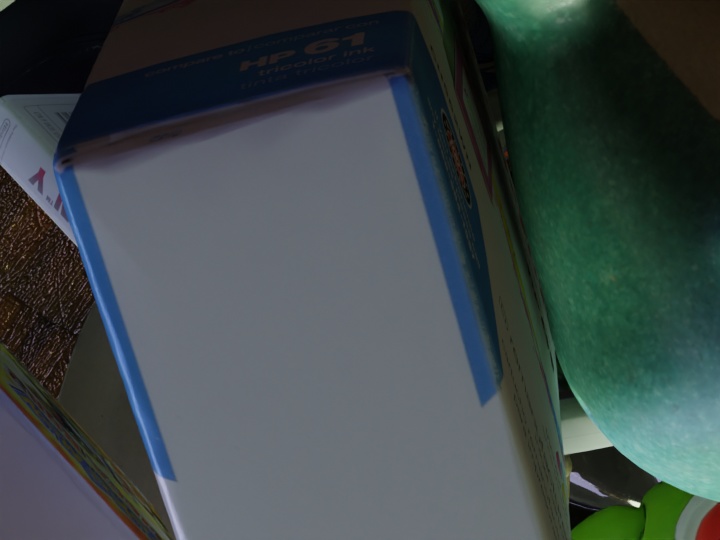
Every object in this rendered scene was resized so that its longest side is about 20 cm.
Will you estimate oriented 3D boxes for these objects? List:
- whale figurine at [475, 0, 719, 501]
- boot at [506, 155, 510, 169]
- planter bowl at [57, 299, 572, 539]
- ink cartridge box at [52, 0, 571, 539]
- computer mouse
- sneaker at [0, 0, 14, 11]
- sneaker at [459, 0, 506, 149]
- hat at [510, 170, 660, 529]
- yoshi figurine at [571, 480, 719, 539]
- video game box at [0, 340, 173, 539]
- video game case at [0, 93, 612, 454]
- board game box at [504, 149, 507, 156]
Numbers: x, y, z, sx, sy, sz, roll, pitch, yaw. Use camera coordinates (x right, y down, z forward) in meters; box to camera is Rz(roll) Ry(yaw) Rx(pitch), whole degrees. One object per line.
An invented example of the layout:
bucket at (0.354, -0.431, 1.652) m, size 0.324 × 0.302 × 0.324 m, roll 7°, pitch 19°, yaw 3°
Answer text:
whale figurine at (0.074, -0.021, 0.679) m, size 0.200 × 0.104 × 0.159 m, roll 47°, pitch -178°, yaw -23°
boot at (0.134, 0.014, 1.107) m, size 0.200 × 0.075 × 0.107 m, roll 37°, pitch -174°, yaw -7°
planter bowl at (-0.006, 0.083, 0.945) m, size 0.134 × 0.202 × 0.200 m, roll 7°, pitch 166°, yaw 23°
ink cartridge box at (-0.005, -0.004, 0.668) m, size 0.200 × 0.084 × 0.145 m, roll -88°, pitch -18°, yaw -70°
computer mouse at (-0.087, -0.106, 0.969) m, size 0.199 × 0.053 × 0.139 m, roll -12°, pitch -127°, yaw -46°
sneaker at (-0.106, -0.099, 0.715) m, size 0.198 × 0.130 × 0.080 m, roll -5°, pitch 128°, yaw 49°
sneaker at (0.015, -0.082, 0.874) m, size 0.089 × 0.078 × 0.200 m, roll 58°, pitch -179°, yaw -7°
hat at (0.101, 0.059, 1.021) m, size 0.200 × 0.201 × 0.081 m, roll 34°, pitch -144°, yaw -8°
yoshi figurine at (0.122, 0.063, 0.834) m, size 0.112 × 0.200 × 0.112 m, roll 21°, pitch -158°, yaw -49°
video game box at (-0.124, 0.017, 0.685) m, size 0.200 × 0.047 × 0.182 m, roll 48°, pitch 178°, yaw -9°
video game case at (0.000, 0.000, 0.892) m, size 0.199 × 0.023 × 0.182 m, roll -4°, pitch -139°, yaw -49°
board game box at (0.082, -0.027, 1.232) m, size 0.199 × 0.035 × 0.135 m, roll 35°, pitch 178°, yaw -2°
